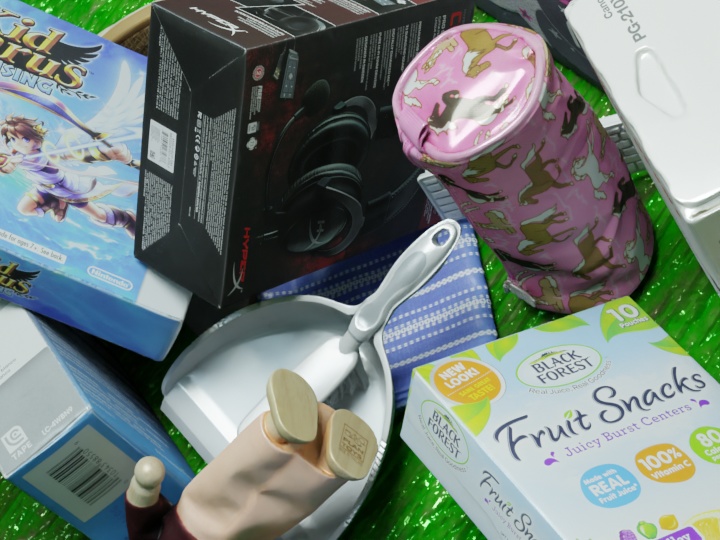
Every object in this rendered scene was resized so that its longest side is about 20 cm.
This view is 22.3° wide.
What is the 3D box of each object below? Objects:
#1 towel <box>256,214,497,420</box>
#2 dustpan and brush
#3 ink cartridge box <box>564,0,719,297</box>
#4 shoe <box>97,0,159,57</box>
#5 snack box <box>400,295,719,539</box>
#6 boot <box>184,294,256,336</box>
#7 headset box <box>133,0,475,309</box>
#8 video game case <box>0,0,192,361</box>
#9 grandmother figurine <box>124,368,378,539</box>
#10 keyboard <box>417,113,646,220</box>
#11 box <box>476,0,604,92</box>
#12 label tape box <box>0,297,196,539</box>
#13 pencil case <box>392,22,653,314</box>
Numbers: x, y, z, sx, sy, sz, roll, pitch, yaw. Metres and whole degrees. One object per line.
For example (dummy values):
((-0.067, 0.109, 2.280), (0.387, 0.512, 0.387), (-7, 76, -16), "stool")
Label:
((0.000, 0.000, 1.080), (0.145, 0.024, 0.200), (-20, 55, 15), "towel")
((-0.012, 0.048, 0.999), (0.200, 0.057, 0.140), (-45, 72, 5), "dustpan and brush")
((0.190, -0.048, 0.898), (0.084, 0.200, 0.145), (-30, 53, 9), "ink cartridge box")
((-0.156, -0.128, 1.171), (0.200, 0.070, 0.053), (-33, 42, 39), "shoe")
((0.133, 0.106, 0.888), (0.142, 0.053, 0.200), (-16, 44, -29), "snack box")
((-0.156, -0.034, 1.096), (0.070, 0.146, 0.200), (-57, 42, 24), "boot")
((-0.023, -0.084, 0.999), (0.077, 0.149, 0.200), (30, 34, 35), "headset box")
((-0.176, -0.063, 1.036), (0.045, 0.200, 0.181), (124, 164, -45), "video game case")
((-0.075, 0.137, 0.982), (0.200, 0.121, 0.061), (-41, 14, 32), "grandmother figurine")
((0.134, -0.065, 1.018), (0.200, 0.056, 0.011), (-15, 56, 14), "keyboard")
((0.141, -0.186, 1.046), (0.115, 0.132, 0.200), (-46, 52, -6), "box")
((-0.184, 0.063, 1.060), (0.066, 0.143, 0.200), (-42, 52, -1), "label tape box")
((0.088, -0.049, 0.951), (0.083, 0.200, 0.087), (7, 67, 30), "pencil case")
